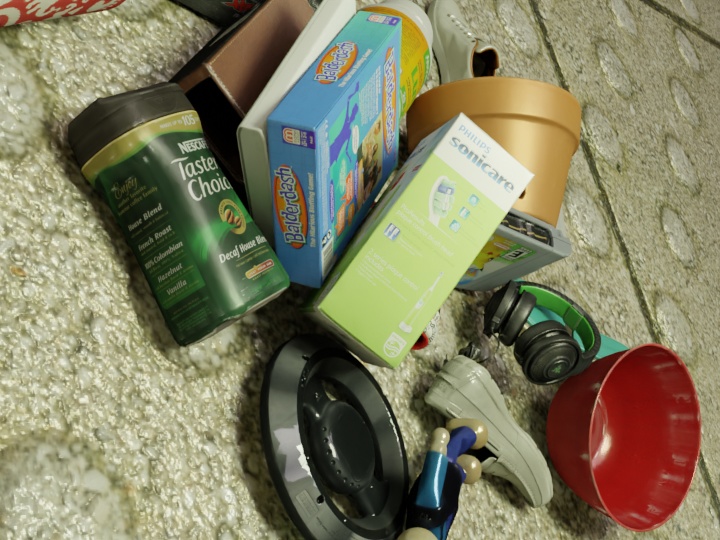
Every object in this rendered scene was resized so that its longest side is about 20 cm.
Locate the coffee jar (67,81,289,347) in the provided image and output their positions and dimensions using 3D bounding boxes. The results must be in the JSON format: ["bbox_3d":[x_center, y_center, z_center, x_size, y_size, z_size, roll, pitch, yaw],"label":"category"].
[{"bbox_3d":[-0.144,-0.049,0.844,0.202,0.085,0.104,60,34,-2],"label":"coffee jar"}]

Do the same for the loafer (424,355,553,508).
[{"bbox_3d":[0.129,0.173,1.074,0.070,0.070,0.201,-42,114,-13],"label":"loafer"}]

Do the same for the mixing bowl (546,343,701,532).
[{"bbox_3d":[0.279,0.181,1.189,0.198,0.108,0.203,1,88,-38],"label":"mixing bowl"}]

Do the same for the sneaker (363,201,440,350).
[{"bbox_3d":[0.001,0.000,1.015,0.200,0.067,0.109,31,54,-27],"label":"sneaker"}]

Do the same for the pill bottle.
[{"bbox_3d":[0.015,-0.218,1.146,0.111,0.110,0.201,50,36,-16],"label":"pill bottle"}]

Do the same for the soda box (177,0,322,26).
[{"bbox_3d":[-0.114,-0.282,1.056,0.199,0.070,0.064,19,48,-44],"label":"soda box"}]

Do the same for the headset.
[{"bbox_3d":[0.171,0.077,1.143,0.198,0.095,0.124,-11,47,-45],"label":"headset"}]

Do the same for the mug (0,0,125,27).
[{"bbox_3d":[-0.270,-0.265,0.795,0.200,0.132,0.179,-28,91,-59],"label":"mug"}]

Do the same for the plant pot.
[{"bbox_3d":[0.147,-0.109,1.190,0.199,0.198,0.142,19,68,-45],"label":"plant pot"}]

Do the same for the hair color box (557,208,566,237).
[{"bbox_3d":[0.199,-0.113,1.357,0.110,0.064,0.202,29,47,-37],"label":"hair color box"}]

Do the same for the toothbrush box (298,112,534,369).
[{"bbox_3d":[0.043,-0.021,0.923,0.086,0.201,0.146,38,-7,-6],"label":"toothbrush box"}]

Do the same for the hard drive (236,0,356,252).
[{"bbox_3d":[-0.046,-0.132,0.914,0.133,0.026,0.201,86,23,-47],"label":"hard drive"}]

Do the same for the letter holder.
[{"bbox_3d":[-0.090,-0.149,0.974,0.143,0.100,0.201,52,35,-17],"label":"letter holder"}]

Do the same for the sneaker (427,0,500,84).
[{"bbox_3d":[0.143,-0.287,1.388,0.072,0.084,0.202,19,51,-42],"label":"sneaker"}]

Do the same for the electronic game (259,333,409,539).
[{"bbox_3d":[-0.019,0.150,0.906,0.200,0.041,0.202,42,36,-40],"label":"electronic game"}]

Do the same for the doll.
[{"bbox_3d":[0.067,0.198,0.934,0.200,0.048,0.138,-47,147,-63],"label":"doll"}]

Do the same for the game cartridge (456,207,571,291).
[{"bbox_3d":[0.116,-0.026,1.124,0.199,0.132,0.041,18,60,-43],"label":"game cartridge"}]

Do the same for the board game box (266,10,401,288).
[{"bbox_3d":[-0.017,-0.107,0.906,0.201,0.044,0.154,-58,155,-48],"label":"board game box"}]

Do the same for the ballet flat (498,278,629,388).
[{"bbox_3d":[0.230,0.082,1.256,0.199,0.070,0.070,33,41,-11],"label":"ballet flat"}]
